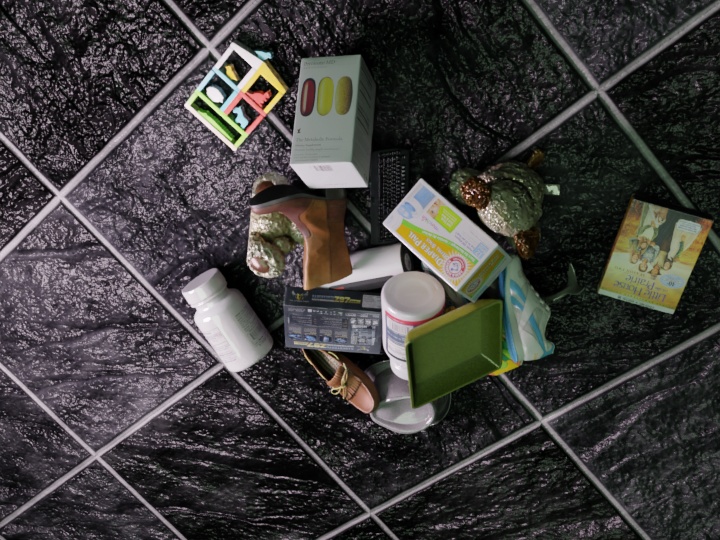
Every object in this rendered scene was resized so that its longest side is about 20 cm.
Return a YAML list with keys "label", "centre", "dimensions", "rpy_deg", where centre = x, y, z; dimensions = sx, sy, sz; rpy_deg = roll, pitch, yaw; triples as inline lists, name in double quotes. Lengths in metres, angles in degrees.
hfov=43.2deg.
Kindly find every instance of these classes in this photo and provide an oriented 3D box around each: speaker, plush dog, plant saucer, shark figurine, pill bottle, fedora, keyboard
- label: "speaker"
  centre: [0.000, 0.000, 1.778]
  dimensions: [0.199, 0.081, 0.081]
  rpy_deg: [-10, 115, 20]
- label: "plush dog"
  centre: [0.259, -0.118, 1.573]
  dimensions: [0.200, 0.172, 0.161]
  rpy_deg: [39, 122, -7]
- label: "plant saucer"
  centre: [0.165, 0.143, 1.675]
  dimensions: [0.199, 0.048, 0.200]
  rpy_deg: [-23, 137, -14]
- label: "shark figurine"
  centre: [0.310, 0.054, 1.717]
  dimensions: [0.213, 0.090, 0.129]
  rpy_deg: [7, 121, 14]
- label: "pill bottle"
  centre: [-0.279, 0.101, 1.892]
  dimensions: [0.114, 0.114, 0.200]
  rpy_deg: [-23, 110, 26]
- label: "plush dog"
  centre: [-0.125, -0.092, 1.743]
  dimensions: [0.171, 0.161, 0.201]
  rpy_deg: [5, 103, -7]
- label: "fedora"
  centre: [0.087, 0.278, 1.899]
  dimensions: [0.199, 0.090, 0.178]
  rpy_deg: [1, 118, 16]
- label: "keyboard"
  centre: [0.071, -0.133, 1.671]
  dimensions: [0.104, 0.040, 0.201]
  rpy_deg: [-14, 129, -17]
- label: "pill bottle"
  centre: [0.100, 0.111, 1.730]
  dimensions: [0.119, 0.120, 0.201]
  rpy_deg: [8, 135, 11]

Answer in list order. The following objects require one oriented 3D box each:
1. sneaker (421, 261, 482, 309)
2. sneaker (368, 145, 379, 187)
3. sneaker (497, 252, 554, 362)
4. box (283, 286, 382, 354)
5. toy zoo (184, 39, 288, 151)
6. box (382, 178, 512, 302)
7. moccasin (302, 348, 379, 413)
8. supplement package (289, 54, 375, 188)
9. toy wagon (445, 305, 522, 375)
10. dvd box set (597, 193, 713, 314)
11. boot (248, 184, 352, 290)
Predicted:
- label: "sneaker"
  centre: [0.146, 0.020, 1.750]
  dimensions: [0.086, 0.078, 0.200]
  rpy_deg: [-29, 107, 31]
- label: "sneaker"
  centre: [-0.028, -0.202, 1.689]
  dimensions: [0.199, 0.076, 0.077]
  rpy_deg: [24, 160, -8]
- label: "sneaker"
  centre: [0.298, 0.064, 1.651]
  dimensions: [0.080, 0.077, 0.201]
  rpy_deg: [-7, 77, -2]
- label: "box"
  centre: [-0.052, 0.101, 1.813]
  dimensions: [0.199, 0.051, 0.158]
  rpy_deg: [4, 143, 1]
- label: "toy zoo"
  centre: [-0.223, -0.333, 1.691]
  dimensions: [0.131, 0.020, 0.200]
  rpy_deg: [42, 121, -9]
- label: "box"
  centre: [0.155, -0.052, 1.620]
  dimensions: [0.200, 0.101, 0.113]
  rpy_deg: [43, 96, 27]
- label: "moccasin"
  centre: [-0.041, 0.216, 1.873]
  dimensions: [0.202, 0.078, 0.074]
  rpy_deg: [49, 119, 13]
- label: "supplement package"
  centre: [-0.045, -0.255, 1.570]
  dimensions: [0.113, 0.110, 0.201]
  rpy_deg: [-1, 73, 15]
- label: "toy wagon"
  centre: [0.228, 0.138, 1.776]
  dimensions: [0.155, 0.040, 0.200]
  rpy_deg: [-29, 128, 37]
- label: "dvd box set"
  centre: [0.527, -0.028, 1.640]
  dimensions: [0.146, 0.029, 0.201]
  rpy_deg: [17, 121, 6]
- label: "boot"
  centre: [-0.107, -0.061, 1.666]
  dimensions: [0.068, 0.188, 0.201]
  rpy_deg: [32, 132, 50]
